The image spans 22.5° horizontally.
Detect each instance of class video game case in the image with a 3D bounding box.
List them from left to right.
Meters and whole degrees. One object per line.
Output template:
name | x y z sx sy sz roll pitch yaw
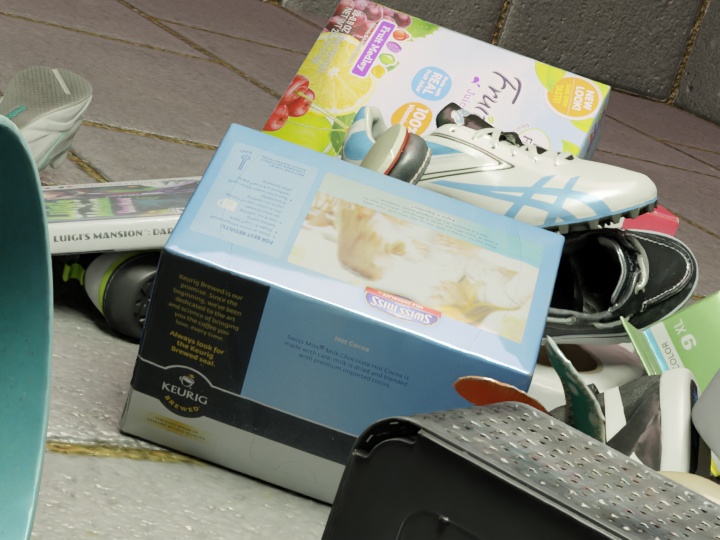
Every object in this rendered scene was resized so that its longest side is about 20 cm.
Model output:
video game case | -0.173 -0.037 1.173 0.180 0.024 0.200 -4 10 -9

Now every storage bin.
storage bin | 0.082 0.148 0.689 0.199 0.136 0.094 27 15 32

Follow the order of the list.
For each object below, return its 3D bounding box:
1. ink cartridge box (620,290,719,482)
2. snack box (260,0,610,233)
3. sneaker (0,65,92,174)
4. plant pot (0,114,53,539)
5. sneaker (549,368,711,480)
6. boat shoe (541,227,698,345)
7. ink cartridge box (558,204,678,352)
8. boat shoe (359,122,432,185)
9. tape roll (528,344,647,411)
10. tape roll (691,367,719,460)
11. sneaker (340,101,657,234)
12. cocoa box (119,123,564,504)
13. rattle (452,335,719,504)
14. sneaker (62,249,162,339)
ink cartridge box | 0.231 0.078 1.133 0.200 0.059 0.104 30 35 -65
snack box | 0.045 -0.079 1.207 0.199 0.068 0.169 21 58 11
sneaker | -0.269 -0.080 1.307 0.070 0.081 0.200 32 36 22
plant pot | -0.222 0.041 0.635 0.186 0.202 0.200 3 13 3
sneaker | 0.129 0.139 0.974 0.111 0.073 0.200 -15 30 23
boat shoe | 0.145 0.004 1.104 0.199 0.072 0.068 -5 -18 -36
ink cartridge box | 0.111 -0.004 1.329 0.199 0.146 0.084 14 12 -18
boat shoe | 0.000 0.000 1.071 0.062 0.201 0.071 28 35 -2
tape roll | 0.094 0.074 1.156 0.201 0.071 0.203 18 14 -5
tape roll | 0.274 0.107 0.956 0.200 0.066 0.200 32 13 -8
sneaker | 0.081 -0.062 1.091 0.199 0.073 0.072 8 12 19
cocoa box | -0.008 0.033 0.970 0.199 0.132 0.134 19 36 2
rattle | 0.141 0.123 0.819 0.142 0.131 0.200 -9 50 -38
sneaker | -0.103 0.001 1.182 0.199 0.072 0.083 5 18 -46
